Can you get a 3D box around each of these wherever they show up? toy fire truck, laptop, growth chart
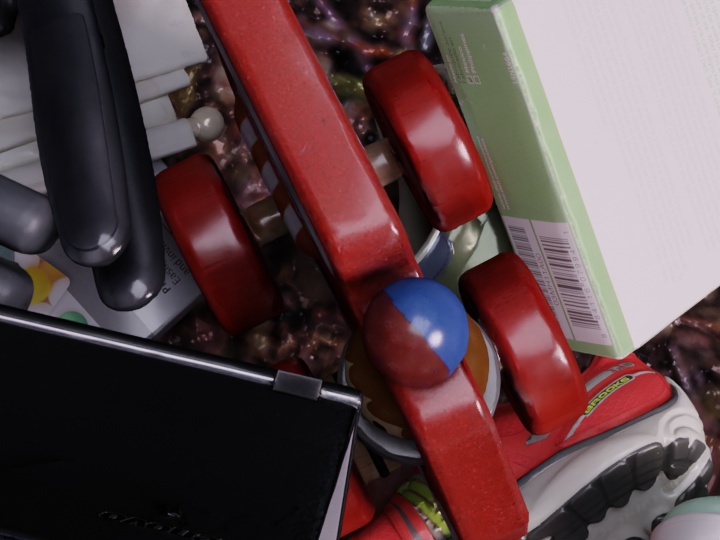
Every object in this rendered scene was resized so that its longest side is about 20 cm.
[{"bbox_3d":[0.000,0.000,0.750,0.112,0.168,0.201,-25,77,-1],"label":"toy fire truck"},{"bbox_3d":[-0.103,0.076,0.676,0.186,0.200,0.116,14,55,3],"label":"laptop"},{"bbox_3d":[-0.133,-0.118,0.847,0.144,0.018,0.201,-10,71,-26],"label":"growth chart"}]

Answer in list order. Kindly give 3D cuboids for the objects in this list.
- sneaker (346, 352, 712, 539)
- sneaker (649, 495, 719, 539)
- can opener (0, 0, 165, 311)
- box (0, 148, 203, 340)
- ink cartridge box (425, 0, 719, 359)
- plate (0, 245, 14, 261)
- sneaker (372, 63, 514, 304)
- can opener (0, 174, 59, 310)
[{"bbox_3d":[0.037,0.098,0.847,0.199,0.077,0.085,-28,42,1],"label":"sneaker"},{"bbox_3d":[0.166,0.070,0.828,0.200,0.073,0.119,15,71,-50],"label":"sneaker"},{"bbox_3d":[-0.100,-0.068,0.779,0.078,0.063,0.201,-30,56,12],"label":"can opener"},{"bbox_3d":[-0.168,0.005,0.843,0.200,0.041,0.156,-42,87,-13],"label":"box"},{"bbox_3d":[0.132,-0.079,0.844,0.200,0.048,0.146,-34,114,-28],"label":"ink cartridge box"},{"bbox_3d":[-0.225,-0.009,0.804,0.199,0.026,0.202,2,77,-8],"label":"plate"},{"bbox_3d":[0.051,-0.063,0.874,0.089,0.067,0.202,16,80,-11],"label":"sneaker"},{"bbox_3d":[-0.202,-0.042,0.763,0.199,0.067,0.054,25,91,7],"label":"can opener"}]
